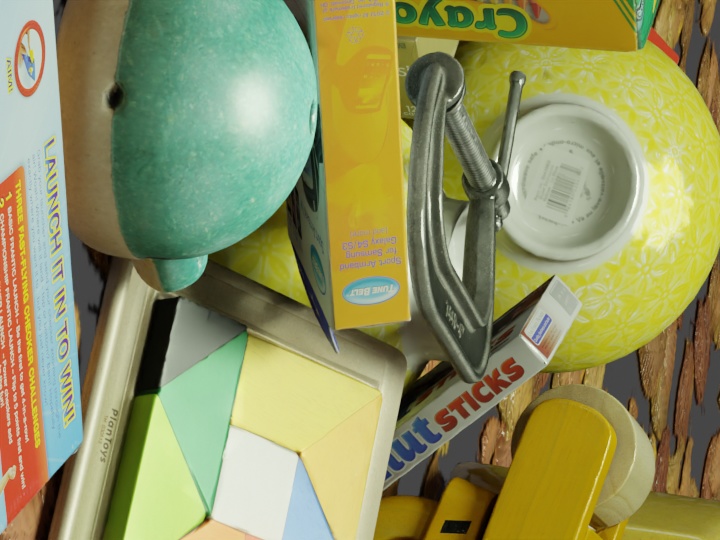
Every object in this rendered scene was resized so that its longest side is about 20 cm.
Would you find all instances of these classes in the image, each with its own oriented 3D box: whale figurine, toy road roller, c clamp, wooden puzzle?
[{"bbox_3d":[-0.059,-0.068,1.205,0.200,0.103,0.160,0,95,-76],"label":"whale figurine"},{"bbox_3d":[0.064,0.149,1.582,0.201,0.146,0.123,-66,163,-7],"label":"toy road roller"},{"bbox_3d":[0.045,-0.038,1.324,0.200,0.027,0.172,47,46,-72],"label":"c clamp"},{"bbox_3d":[-0.053,0.095,1.276,0.200,0.037,0.186,28,66,-43],"label":"wooden puzzle"}]

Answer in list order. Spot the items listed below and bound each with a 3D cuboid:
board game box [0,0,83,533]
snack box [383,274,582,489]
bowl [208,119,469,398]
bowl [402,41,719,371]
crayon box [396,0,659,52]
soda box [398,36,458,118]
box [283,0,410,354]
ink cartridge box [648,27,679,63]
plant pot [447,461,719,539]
[{"bbox_3d":[-0.163,0.011,0.973,0.196,0.056,0.201,-52,144,-61],"label":"board game box"},{"bbox_3d":[0.027,0.078,1.440,0.024,0.200,0.072,47,30,-7],"label":"snack box"},{"bbox_3d":[0.000,0.000,1.420,0.200,0.107,0.201,6,90,-74],"label":"bowl"},{"bbox_3d":[0.102,-0.044,1.518,0.108,0.199,0.201,158,-61,-89],"label":"bowl"},{"bbox_3d":[0.035,-0.170,1.314,0.058,0.199,0.119,-68,156,-46],"label":"crayon box"},{"bbox_3d":[0.027,-0.176,1.515,0.064,0.067,0.201,73,28,-51],"label":"soda box"},{"bbox_3d":[-0.009,-0.067,1.251,0.119,0.041,0.201,-116,-161,-65],"label":"box"},{"bbox_3d":[0.144,-0.166,1.786,0.200,0.047,0.160,49,39,-23],"label":"ink cartridge box"},{"bbox_3d":[0.140,0.216,1.728,0.200,0.193,0.196,94,5,-80],"label":"plant pot"}]
